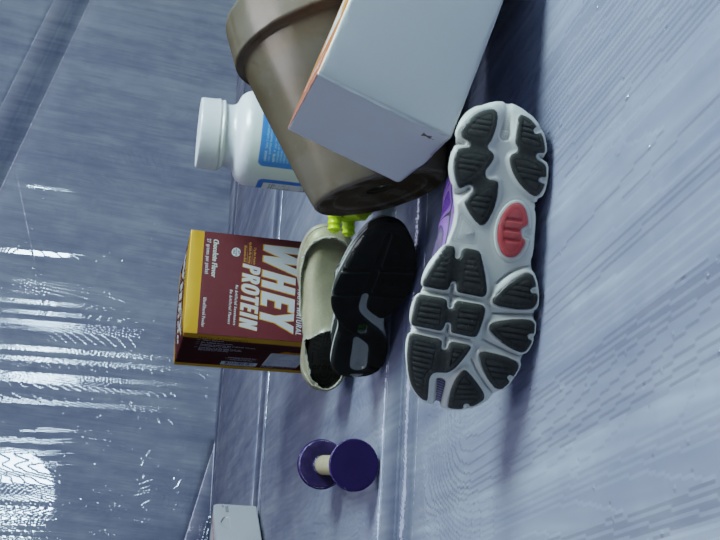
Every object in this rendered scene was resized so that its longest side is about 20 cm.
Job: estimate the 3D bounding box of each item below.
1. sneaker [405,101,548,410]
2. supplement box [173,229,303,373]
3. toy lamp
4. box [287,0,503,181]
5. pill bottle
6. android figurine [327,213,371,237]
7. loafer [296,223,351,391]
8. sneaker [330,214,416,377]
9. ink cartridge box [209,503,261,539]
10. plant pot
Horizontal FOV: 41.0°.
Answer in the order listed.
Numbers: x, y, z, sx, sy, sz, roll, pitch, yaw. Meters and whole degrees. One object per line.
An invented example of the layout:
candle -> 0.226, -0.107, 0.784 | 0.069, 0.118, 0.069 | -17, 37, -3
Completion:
sneaker -> 0.081, -0.007, 0.639 | 0.083, 0.080, 0.202 | 89, -165, -86
supplement box -> -0.142, 0.048, 1.284 | 0.200, 0.195, 0.134 | 132, 142, -68
toy lamp -> -0.030, 0.208, 1.039 | 0.200, 0.058, 0.059 | 142, 132, -70
box -> 0.037, -0.183, 0.681 | 0.124, 0.097, 0.202 | 147, 145, -74
pill bottle -> -0.093, -0.152, 1.142 | 0.112, 0.198, 0.113 | -174, 90, -77
android figurine -> -0.015, -0.137, 1.014 | 0.182, 0.041, 0.202 | 4, -93, -72
loafer -> -0.033, 0.048, 1.093 | 0.068, 0.075, 0.202 | -126, 34, -69
sneaker -> 0.000, 0.000, 0.945 | 0.116, 0.075, 0.201 | -99, 17, -44
ink cartridge box -> -0.229, 0.540, 1.717 | 0.145, 0.083, 0.202 | -128, 44, -71
plant pot -> -0.002, -0.148, 0.826 | 0.200, 0.198, 0.175 | 134, 124, -70
